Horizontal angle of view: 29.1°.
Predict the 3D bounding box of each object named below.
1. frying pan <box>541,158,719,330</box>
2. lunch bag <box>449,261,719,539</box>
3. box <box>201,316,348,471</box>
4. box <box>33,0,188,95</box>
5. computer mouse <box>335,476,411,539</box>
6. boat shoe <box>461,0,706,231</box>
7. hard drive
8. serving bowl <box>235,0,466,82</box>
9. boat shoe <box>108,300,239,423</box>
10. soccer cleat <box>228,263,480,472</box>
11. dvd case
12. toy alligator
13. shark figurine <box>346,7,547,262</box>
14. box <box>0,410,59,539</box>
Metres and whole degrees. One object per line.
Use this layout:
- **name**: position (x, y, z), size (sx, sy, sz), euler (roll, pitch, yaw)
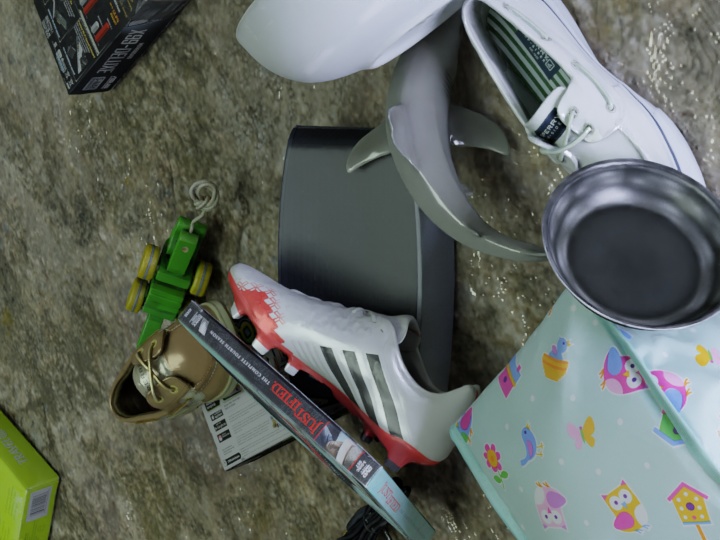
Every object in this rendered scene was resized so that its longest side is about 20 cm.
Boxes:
- **frying pan**: position (0.192, -0.012, 0.772), size (0.031, 0.187, 0.116), euler (100, 168, -55)
- **lunch bag**: position (0.171, 0.118, 0.812), size (0.201, 0.121, 0.171), euler (58, 135, 27)
- **box**: position (-0.066, 0.082, 1.125), size (0.199, 0.034, 0.111), euler (-32, 77, 47)
- **box**: position (-0.238, -0.280, 1.208), size (0.157, 0.049, 0.202), euler (-35, 74, 46)
- **computer mouse**: position (0.043, 0.266, 1.047), size (0.110, 0.044, 0.201), euler (-49, 64, 42)
- **boat shoe**: position (0.127, -0.091, 0.843), size (0.201, 0.066, 0.074), euler (54, 134, 24)
- **hard drive**: position (0.000, 0.000, 0.995), size (0.133, 0.042, 0.203), euler (5, 102, 25)
- **serving bowl**: position (0.022, -0.176, 0.852), size (0.066, 0.200, 0.200), euler (53, 136, 0)
- **boat shoe**: position (-0.154, 0.085, 1.135), size (0.075, 0.066, 0.200), euler (64, 148, 13)
- **soccer cleat**: position (-0.006, 0.050, 0.952), size (0.200, 0.069, 0.085), euler (42, 99, 15)
- **dvd case**: position (-0.038, 0.111, 0.995), size (0.199, 0.022, 0.146), euler (37, 169, 30)
- **toy alligator**: position (-0.155, -0.013, 1.189), size (0.055, 0.059, 0.201), euler (-88, 20, -51)
- **shark figurine**: position (0.052, -0.069, 0.885), size (0.127, 0.089, 0.216), euler (-34, 65, 11)
- **box**: position (-0.409, 0.220, 1.532), size (0.200, 0.047, 0.123), euler (39, 126, 34)
